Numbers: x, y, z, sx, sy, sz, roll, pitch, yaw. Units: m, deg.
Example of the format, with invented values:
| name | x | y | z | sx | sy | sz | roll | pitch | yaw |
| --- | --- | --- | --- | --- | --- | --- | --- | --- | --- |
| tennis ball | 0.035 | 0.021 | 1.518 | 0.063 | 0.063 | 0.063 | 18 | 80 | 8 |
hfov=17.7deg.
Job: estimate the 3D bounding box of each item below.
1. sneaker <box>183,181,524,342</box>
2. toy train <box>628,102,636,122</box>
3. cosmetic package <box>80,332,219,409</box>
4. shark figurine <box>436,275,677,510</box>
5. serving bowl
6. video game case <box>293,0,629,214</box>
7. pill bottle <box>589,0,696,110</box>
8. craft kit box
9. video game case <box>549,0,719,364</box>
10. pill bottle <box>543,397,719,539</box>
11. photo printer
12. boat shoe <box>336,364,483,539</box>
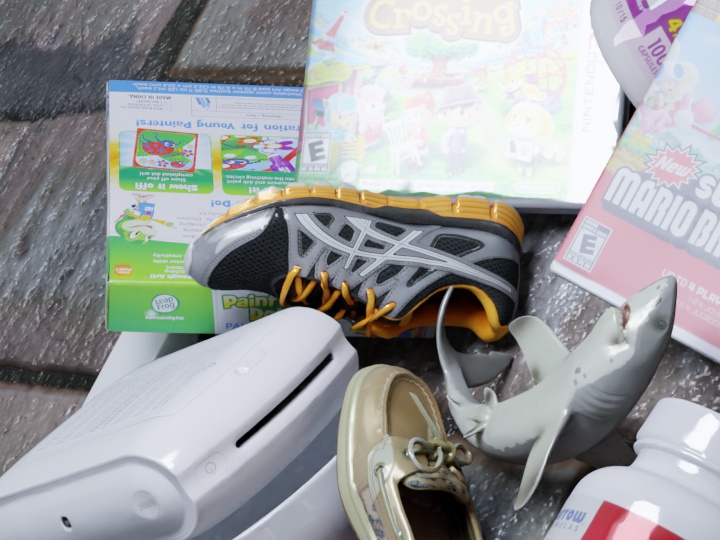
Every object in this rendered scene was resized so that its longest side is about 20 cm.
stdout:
| name | x | y | z | sx | sy | sz | roll | pitch | yaw |
| --- | --- | --- | --- | --- | --- | --- | --- | --- | --- |
| sneaker | 0.000 | 0.000 | 1.313 | 0.078 | 0.200 | 0.077 | 109 | 158 | -62 |
| toy train | 0.184 | -0.147 | 1.368 | 0.200 | 0.034 | 0.046 | -44 | 63 | 7 |
| cosmetic package | -0.110 | 0.059 | 1.465 | 0.051 | 0.083 | 0.200 | 0 | 57 | 49 |
| shark figurine | 0.100 | 0.078 | 1.208 | 0.214 | 0.089 | 0.128 | -10 | 57 | 62 |
| serving bowl | -0.054 | 0.147 | 1.298 | 0.200 | 0.066 | 0.200 | -33 | 10 | 7 |
| video game case | 0.063 | -0.125 | 1.375 | 0.200 | 0.022 | 0.182 | 2 | 79 | 20 |
| pill bottle | 0.234 | -0.158 | 1.261 | 0.200 | 0.112 | 0.112 | -34 | 36 | 23 |
| craft kit box | -0.058 | -0.040 | 1.428 | 0.198 | 0.200 | 0.049 | -97 | 11 | -51 |
| video game case | 0.204 | -0.055 | 1.184 | 0.143 | 0.017 | 0.200 | 30 | 92 | 25 |
| pill bottle | 0.125 | 0.165 | 1.067 | 0.112 | 0.112 | 0.200 | 14 | 67 | 53 |
| photo printer | -0.101 | 0.096 | 1.296 | 0.200 | 0.069 | 0.166 | -22 | 15 | 47 |
| boat shoe | 0.039 | 0.137 | 1.196 | 0.063 | 0.073 | 0.200 | -32 | 60 | 40 |
